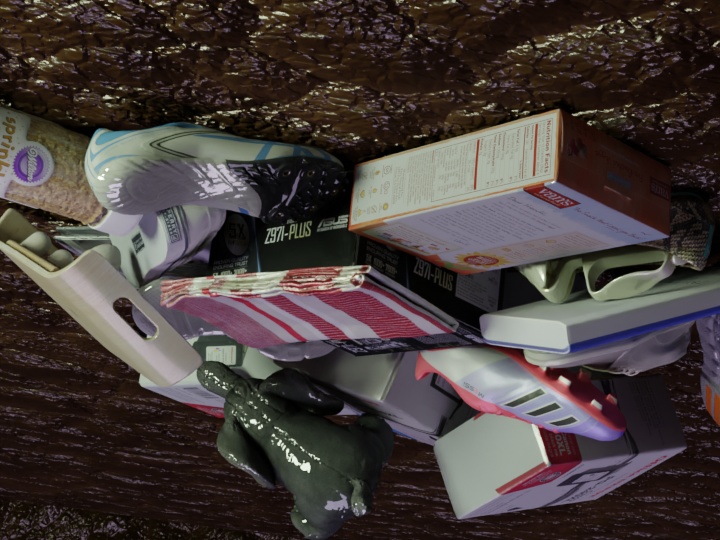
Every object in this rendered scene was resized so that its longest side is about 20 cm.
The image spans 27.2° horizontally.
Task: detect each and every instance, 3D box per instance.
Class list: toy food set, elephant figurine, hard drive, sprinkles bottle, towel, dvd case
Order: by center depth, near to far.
[{"bbox_3d":[-0.255,-0.084,1.102,0.199,0.069,0.068,18,159,-31],"label":"sprinkles bottle"},{"bbox_3d":[0.212,0.029,1.177,0.199,0.025,0.132,-12,-174,-23],"label":"hard drive"},{"bbox_3d":[-0.042,0.033,1.182,0.199,0.023,0.144,-5,159,33],"label":"towel"},{"bbox_3d":[-0.225,0.015,1.274,0.144,0.060,0.200,48,167,-30],"label":"toy food set"},{"bbox_3d":[-0.163,-0.010,1.385,0.199,0.016,0.149,1,162,19],"label":"dvd case"},{"bbox_3d":[-0.078,0.156,1.423,0.200,0.142,0.155,39,134,-4],"label":"elephant figurine"}]

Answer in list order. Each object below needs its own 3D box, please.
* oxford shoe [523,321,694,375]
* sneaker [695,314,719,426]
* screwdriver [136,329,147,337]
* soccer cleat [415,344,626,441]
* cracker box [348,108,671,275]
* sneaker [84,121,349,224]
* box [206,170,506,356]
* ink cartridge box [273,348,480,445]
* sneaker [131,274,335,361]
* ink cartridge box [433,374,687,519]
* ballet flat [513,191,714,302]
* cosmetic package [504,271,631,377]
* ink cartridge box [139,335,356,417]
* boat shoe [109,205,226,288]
[{"bbox_3d":[0.220,0.065,1.284,0.199,0.058,0.075,-11,-159,-40],"label":"oxford shoe"},{"bbox_3d":[0.359,0.052,1.306,0.112,0.078,0.200,-24,140,-12],"label":"sneaker"},{"bbox_3d":[-0.273,0.061,1.635,0.029,0.028,0.200,30,173,30],"label":"screwdriver"},{"bbox_3d":[0.137,0.103,1.288,0.200,0.077,0.067,30,-163,24],"label":"soccer cleat"},{"bbox_3d":[0.108,-0.052,1.086,0.200,0.058,0.134,-10,157,44],"label":"cracker box"},{"bbox_3d":[-0.103,-0.078,1.095,0.199,0.073,0.072,1,136,-23],"label":"sneaker"},{"bbox_3d":[0.000,0.000,1.239,0.163,0.087,0.200,-9,156,40],"label":"box"},{"bbox_3d":[0.029,0.105,1.486,0.146,0.085,0.200,16,168,38],"label":"ink cartridge box"},{"bbox_3d":[-0.114,0.032,1.397,0.199,0.077,0.082,10,-171,-11],"label":"sneaker"},{"bbox_3d":[0.197,0.171,1.450,0.199,0.084,0.145,0,152,-38],"label":"ink cartridge box"},{"bbox_3d":[0.178,-0.012,1.154,0.199,0.076,0.068,-7,156,36],"label":"ballet flat"},{"bbox_3d":[0.161,0.055,1.414,0.150,0.052,0.200,-5,159,25],"label":"cosmetic package"},{"bbox_3d":[-0.112,0.101,1.600,0.199,0.083,0.146,-5,158,32],"label":"ink cartridge box"},{"bbox_3d":[-0.161,-0.035,1.235,0.065,0.072,0.200,-20,177,-22],"label":"boat shoe"}]
